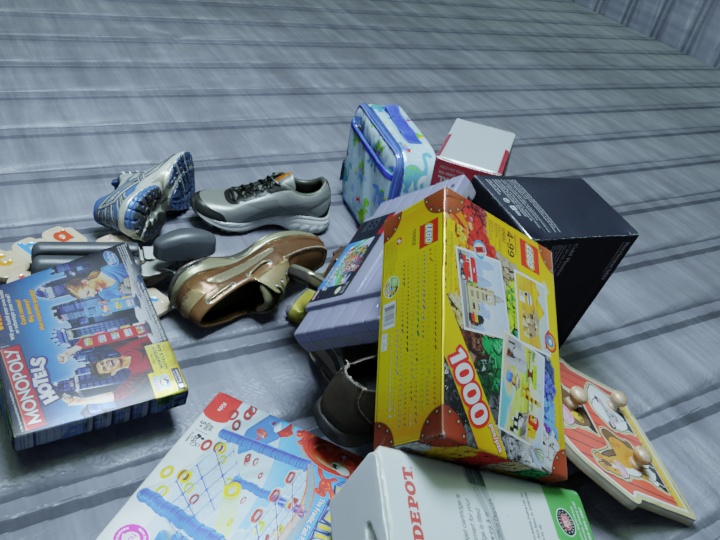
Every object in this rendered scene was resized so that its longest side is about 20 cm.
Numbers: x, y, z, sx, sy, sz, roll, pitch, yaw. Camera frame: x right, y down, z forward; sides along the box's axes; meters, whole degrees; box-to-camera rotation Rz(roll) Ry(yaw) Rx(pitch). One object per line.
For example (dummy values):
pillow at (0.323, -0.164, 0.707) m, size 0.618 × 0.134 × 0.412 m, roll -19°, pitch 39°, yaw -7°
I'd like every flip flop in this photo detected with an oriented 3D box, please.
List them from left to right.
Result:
flip flop at (0.000, 0.000, 0.826) m, size 0.197 × 0.059 × 0.080 m, roll 1°, pitch 13°, yaw -42°

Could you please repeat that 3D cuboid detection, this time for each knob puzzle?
knob puzzle at (0.238, 0.150, 0.743) m, size 0.217 × 0.031 × 0.221 m, roll 31°, pitch 26°, yaw -16°

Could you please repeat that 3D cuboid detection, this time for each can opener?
can opener at (-0.261, -0.023, 0.819) m, size 0.195 × 0.068 × 0.054 m, roll 0°, pitch 35°, yaw -24°

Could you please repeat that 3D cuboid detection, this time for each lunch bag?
lunch bag at (0.037, -0.137, 1.040) m, size 0.080 × 0.164 × 0.201 m, roll 0°, pitch 36°, yaw -20°

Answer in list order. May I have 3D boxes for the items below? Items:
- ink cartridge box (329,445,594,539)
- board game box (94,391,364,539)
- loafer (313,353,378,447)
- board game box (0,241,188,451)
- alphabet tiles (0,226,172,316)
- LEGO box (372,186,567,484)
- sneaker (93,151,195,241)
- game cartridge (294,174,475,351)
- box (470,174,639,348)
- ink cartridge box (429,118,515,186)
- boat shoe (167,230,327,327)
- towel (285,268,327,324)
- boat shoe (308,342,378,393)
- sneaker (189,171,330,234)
ink cartridge box at (0.082, 0.225, 0.526) m, size 0.196 × 0.084 × 0.149 m, roll 20°, pitch 39°, yaw -24°
board game box at (-0.079, 0.210, 0.576) m, size 0.192 × 0.057 × 0.201 m, roll 21°, pitch 34°, yaw 11°
loafer at (0.054, 0.095, 0.647) m, size 0.197 × 0.072 × 0.073 m, roll -16°, pitch 51°, yaw -36°
board game box at (-0.286, 0.076, 0.681) m, size 0.196 × 0.062 × 0.201 m, roll -12°, pitch 49°, yaw -29°
alphabet tiles at (-0.313, 0.017, 0.813) m, size 0.193 × 0.015 × 0.199 m, roll 31°, pitch 37°, yaw 20°
LEGO box at (0.091, 0.060, 0.604) m, size 0.147 × 0.076 × 0.204 m, roll 24°, pitch 57°, yaw -35°
sneaker at (-0.279, -0.108, 0.960) m, size 0.083 × 0.079 × 0.201 m, roll 7°, pitch 26°, yaw 10°
game cartridge at (0.023, -0.009, 0.717) m, size 0.128 × 0.039 × 0.201 m, roll -10°, pitch 37°, yaw 44°
box at (0.172, 0.008, 0.816) m, size 0.179 × 0.202 × 0.105 m, roll -3°, pitch 43°, yaw -36°
ink cartridge box at (0.126, -0.066, 0.934) m, size 0.081 × 0.204 × 0.146 m, roll 16°, pitch 32°, yaw 10°
boat shoe at (-0.119, 0.017, 0.843) m, size 0.197 × 0.077 × 0.074 m, roll -22°, pitch 52°, yaw -32°
towel at (0.021, 0.058, 0.873) m, size 0.197 × 0.023 × 0.143 m, roll 26°, pitch 34°, yaw 18°
boat shoe at (-0.002, 0.106, 0.747) m, size 0.073 × 0.075 × 0.201 m, roll 2°, pitch 29°, yaw -23°
sneaker at (-0.132, -0.099, 0.998) m, size 0.195 × 0.081 × 0.075 m, roll -2°, pitch 37°, yaw -21°
